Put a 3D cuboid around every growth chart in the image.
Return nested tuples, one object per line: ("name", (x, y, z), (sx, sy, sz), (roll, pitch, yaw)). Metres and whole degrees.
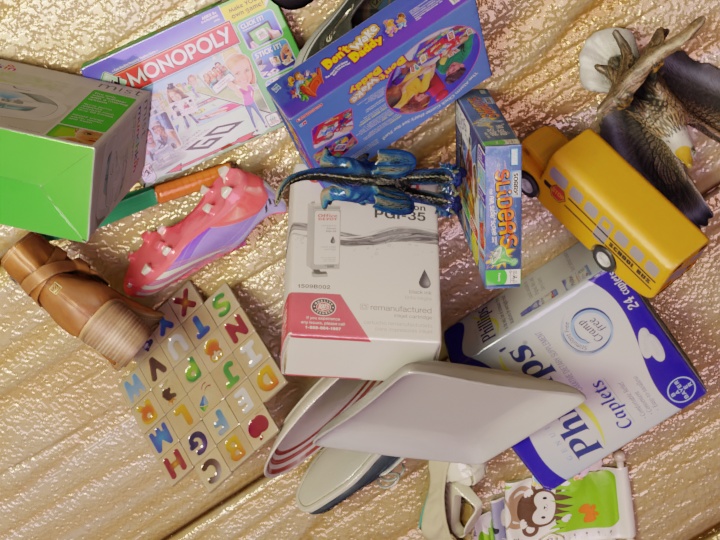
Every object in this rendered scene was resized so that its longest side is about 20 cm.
("growth chart", (0.215, 0.281, 1.561), (0.200, 0.018, 0.145), (-19, 111, 4))

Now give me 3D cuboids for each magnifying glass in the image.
("magnifying glass", (-0.223, -0.069, 1.375), (0.200, 0.080, 0.022), (-17, 104, -7))

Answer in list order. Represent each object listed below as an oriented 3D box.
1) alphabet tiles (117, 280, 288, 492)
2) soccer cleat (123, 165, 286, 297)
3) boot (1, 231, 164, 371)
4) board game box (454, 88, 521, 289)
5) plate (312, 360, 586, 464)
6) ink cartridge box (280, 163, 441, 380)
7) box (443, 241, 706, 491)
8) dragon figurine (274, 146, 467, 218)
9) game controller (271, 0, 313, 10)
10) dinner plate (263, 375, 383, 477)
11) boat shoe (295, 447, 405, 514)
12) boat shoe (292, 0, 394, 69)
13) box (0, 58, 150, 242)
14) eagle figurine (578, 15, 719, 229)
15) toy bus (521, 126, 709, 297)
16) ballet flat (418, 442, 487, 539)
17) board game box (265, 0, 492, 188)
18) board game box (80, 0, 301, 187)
("alphabet tiles", (-0.163, 0.115, 1.403), (0.166, 0.200, 0.006), (-42, 151, 14))
("soccer cleat", (-0.160, -0.027, 1.381), (0.076, 0.067, 0.200), (29, 125, -33))
("boot", (-0.276, 0.028, 1.354), (0.155, 0.200, 0.077), (39, 91, -5))
("board game box", (0.119, -0.082, 1.313), (0.034, 0.200, 0.135), (-4, 112, -3))
("plate", (0.082, 0.134, 1.336), (0.200, 0.032, 0.200), (10, 149, -26))
("ink cartridge box", (0.000, 0.000, 1.334), (0.146, 0.200, 0.083), (3, 147, -4))
("box", (0.220, 0.095, 1.440), (0.200, 0.105, 0.184), (-35, 109, 11))
("dragon figurine", (0.016, -0.081, 1.258), (0.099, 0.200, 0.059), (5, 92, 38))
("game controller", (-0.027, -0.336, 1.280), (0.200, 0.042, 0.104), (-43, 106, 6))
("dinner plate", (-0.029, 0.133, 1.411), (0.024, 0.200, 0.200), (43, 106, 14))
("boat shoe", (0.016, 0.192, 1.484), (0.200, 0.075, 0.062), (-47, 129, 0))
("boat shoe", (-0.002, -0.220, 1.312), (0.069, 0.057, 0.200), (30, 98, -21))
("box", (-0.313, -0.116, 1.272), (0.200, 0.177, 0.097), (13, 116, 4))
("eagle figurine", (0.305, -0.144, 1.356), (0.152, 0.151, 0.200), (-3, 156, 40))
("toy bus", (0.234, -0.065, 1.337), (0.065, 0.078, 0.200), (-35, 71, -26))
("ballet flat", (0.107, 0.223, 1.490), (0.069, 0.069, 0.200), (0, 126, -3))
("board game box", (0.022, -0.176, 1.289), (0.200, 0.045, 0.134), (-34, 153, -5))
("board game box", (-0.152, -0.180, 1.352), (0.200, 0.029, 0.135), (-24, 112, 6))
